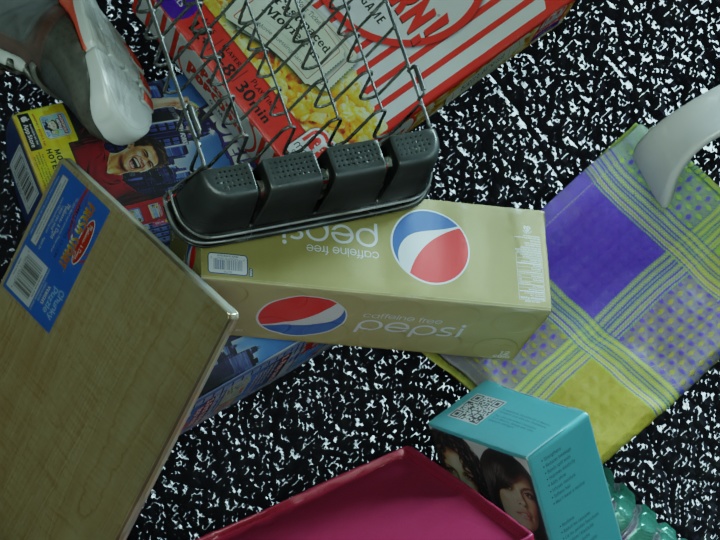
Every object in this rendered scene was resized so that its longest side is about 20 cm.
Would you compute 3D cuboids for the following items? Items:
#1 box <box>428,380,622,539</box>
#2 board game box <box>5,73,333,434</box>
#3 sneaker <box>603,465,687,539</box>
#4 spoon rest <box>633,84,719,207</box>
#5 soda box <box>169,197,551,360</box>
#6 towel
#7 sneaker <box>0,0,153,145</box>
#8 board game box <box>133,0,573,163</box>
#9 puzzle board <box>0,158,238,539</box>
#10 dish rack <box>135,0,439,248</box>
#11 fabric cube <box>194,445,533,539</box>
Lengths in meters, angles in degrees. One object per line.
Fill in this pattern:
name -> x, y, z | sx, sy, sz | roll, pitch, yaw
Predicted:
box -> 0.104, 0.163, 1.652 | 0.049, 0.082, 0.200 | -34, 121, -30
board game box -> -0.077, -0.011, 1.688 | 0.200, 0.062, 0.200 | -14, 71, -25
sneaker -> 0.134, 0.169, 1.708 | 0.200, 0.074, 0.088 | 39, 100, 5
spoon rest -> 0.256, -0.095, 1.713 | 0.200, 0.061, 0.099 | -21, 63, -14
soda box -> 0.000, 0.000, 1.635 | 0.200, 0.068, 0.064 | 6, 62, -16
towel -> 0.138, 0.017, 1.700 | 0.200, 0.023, 0.144 | -39, 67, -13
sneaker -> -0.179, -0.125, 1.670 | 0.082, 0.077, 0.200 | -34, 47, 3
board game box -> -0.003, -0.151, 1.688 | 0.200, 0.046, 0.152 | -37, 82, -18
puzzle board -> -0.152, 0.063, 1.611 | 0.151, 0.017, 0.200 | 42, 115, 32
dish rack -> -0.049, -0.122, 1.602 | 0.153, 0.055, 0.200 | -11, 72, -25
fabric cube -> 0.001, 0.240, 1.596 | 0.200, 0.196, 0.200 | -23, 108, -13
